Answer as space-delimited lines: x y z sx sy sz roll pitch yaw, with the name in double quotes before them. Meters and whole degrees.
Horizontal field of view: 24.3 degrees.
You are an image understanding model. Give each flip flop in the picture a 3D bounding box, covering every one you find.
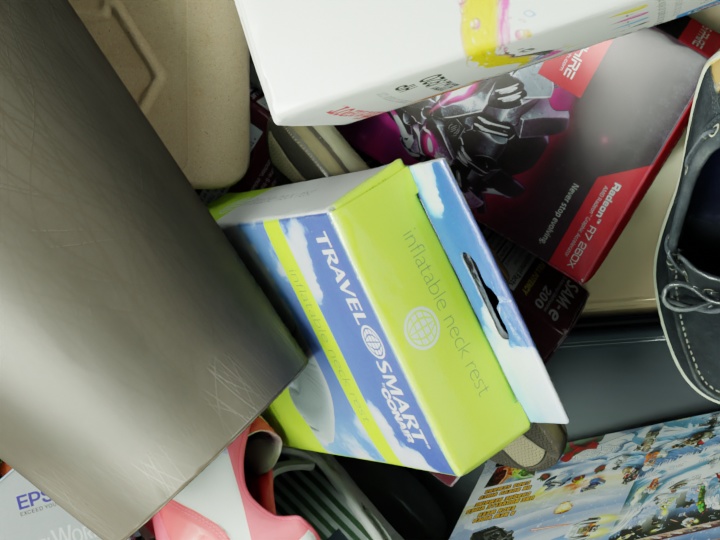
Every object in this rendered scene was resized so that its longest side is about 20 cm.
"flip flop" 0.031 0.001 0.748 0.201 0.057 0.081 53 154 10

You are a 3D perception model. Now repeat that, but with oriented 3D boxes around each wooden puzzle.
"wooden puzzle" -0.150 -0.128 0.785 0.198 0.046 0.187 -1 87 3

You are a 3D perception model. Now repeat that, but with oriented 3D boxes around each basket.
"basket" -0.129 0.003 0.688 0.200 0.180 0.136 48 149 -1

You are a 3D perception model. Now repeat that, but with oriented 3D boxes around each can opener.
"can opener" 0.055 0.171 0.872 0.199 0.053 0.067 34 118 5

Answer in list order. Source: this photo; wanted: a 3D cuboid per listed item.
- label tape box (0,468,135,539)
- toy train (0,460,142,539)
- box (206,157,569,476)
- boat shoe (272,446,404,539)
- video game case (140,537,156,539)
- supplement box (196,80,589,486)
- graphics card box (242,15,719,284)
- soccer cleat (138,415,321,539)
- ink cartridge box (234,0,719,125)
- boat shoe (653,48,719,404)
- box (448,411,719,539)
"label tape box" -0.134 0.145 0.784 0.066 0.143 0.202 -17 72 -12
"toy train" -0.138 0.092 0.914 0.198 0.085 0.117 13 100 13
"box" -0.005 0.021 0.714 0.200 0.047 0.123 -4 116 63
"boat shoe" -0.040 0.106 0.832 0.199 0.067 0.074 35 78 20
"video game case" -0.007 0.196 0.808 0.181 0.200 0.024 28 91 -23
"supplement box" 0.000 0.000 0.825 0.199 0.061 0.109 37 118 4
"graphics card box" 0.053 -0.099 0.770 0.199 0.051 0.126 32 117 7
"soccer cleat" -0.078 0.070 0.794 0.076 0.201 0.067 -25 140 4
"ink cartridge box" 0.050 -0.153 0.651 0.198 0.147 0.146 -17 91 10
"boat shoe" 0.167 -0.007 0.738 0.074 0.063 0.201 7 134 11
"box" 0.130 0.124 0.771 0.199 0.137 0.040 -16 113 33
